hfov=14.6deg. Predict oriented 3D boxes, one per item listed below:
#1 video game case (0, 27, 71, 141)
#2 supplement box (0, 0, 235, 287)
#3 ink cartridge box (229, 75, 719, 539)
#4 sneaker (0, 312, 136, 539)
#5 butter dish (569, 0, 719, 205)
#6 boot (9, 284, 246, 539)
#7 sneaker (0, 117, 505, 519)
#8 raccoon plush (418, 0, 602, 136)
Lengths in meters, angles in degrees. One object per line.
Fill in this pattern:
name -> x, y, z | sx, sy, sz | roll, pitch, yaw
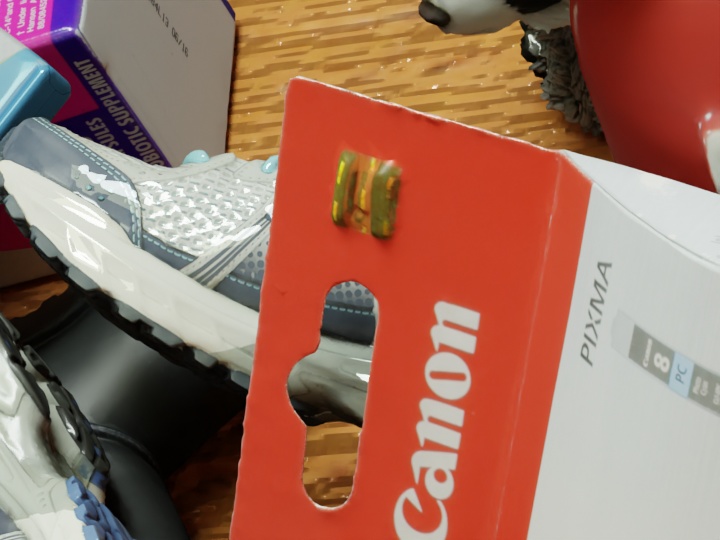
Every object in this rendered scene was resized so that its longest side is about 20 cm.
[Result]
video game case -> -0.192, -0.046, 0.810 | 0.200, 0.018, 0.143 | 36, 86, 31
supplement box -> -0.153, -0.056, 0.927 | 0.199, 0.101, 0.104 | -14, 48, 19
ink cartridge box -> 0.053, 0.060, 0.634 | 0.199, 0.161, 0.047 | 18, 26, 21
sneaker -> -0.091, 0.090, 0.708 | 0.085, 0.077, 0.200 | -37, 42, 1
butter dish -> 0.178, -0.023, 0.655 | 0.199, 0.200, 0.148 | 4, 42, 35
boot -> -0.049, 0.081, 0.770 | 0.164, 0.066, 0.200 | -32, 40, 10
sneaker -> 0.000, 0.000, 0.732 | 0.199, 0.078, 0.087 | 26, 83, 9
raccoon plush -> 0.091, -0.133, 0.832 | 0.096, 0.134, 0.200 | 16, 61, 39
